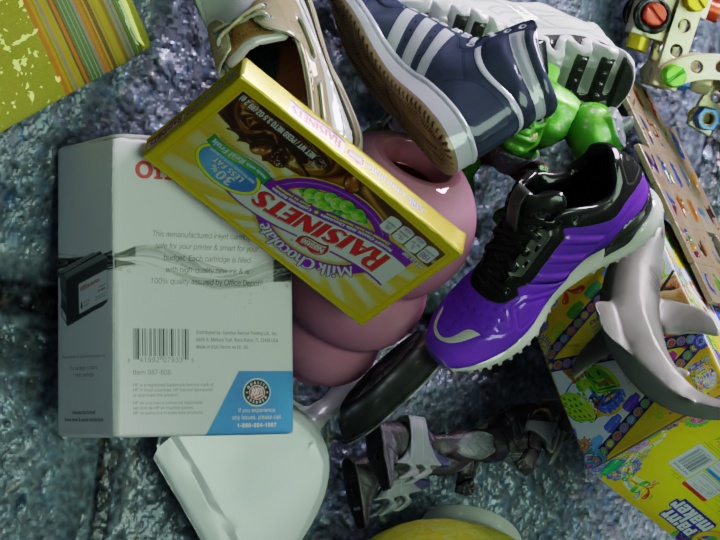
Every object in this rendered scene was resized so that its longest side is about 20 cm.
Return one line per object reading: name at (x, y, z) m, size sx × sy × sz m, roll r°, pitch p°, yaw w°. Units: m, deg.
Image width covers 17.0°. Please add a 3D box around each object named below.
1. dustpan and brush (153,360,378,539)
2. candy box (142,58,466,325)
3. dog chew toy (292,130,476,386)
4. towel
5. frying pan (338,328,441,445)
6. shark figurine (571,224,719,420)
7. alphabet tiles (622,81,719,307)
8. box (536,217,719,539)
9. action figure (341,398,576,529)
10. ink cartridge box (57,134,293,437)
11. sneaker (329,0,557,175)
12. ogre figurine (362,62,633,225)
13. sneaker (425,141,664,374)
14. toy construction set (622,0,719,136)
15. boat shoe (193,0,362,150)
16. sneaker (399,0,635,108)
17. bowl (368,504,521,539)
dustpan and brush at (-0.052, 0.127, 1.760) m, size 0.200 × 0.057 × 0.140 m, roll -34°, pitch 109°, yaw -19°
candy box at (-0.036, -0.049, 1.586) m, size 0.200 × 0.102 × 0.026 m, roll 38°, pitch 39°, yaw -23°
dog chew toy at (0.000, 0.000, 1.712) m, size 0.124 × 0.125 × 0.200 m, roll 4°, pitch 127°, yaw -36°
towel at (-0.236, -0.142, 1.593) m, size 0.200 × 0.018 × 0.086 m, roll -33°, pitch 111°, yaw -26°
frying pan at (0.044, 0.059, 1.754) m, size 0.031 × 0.115 × 0.190 m, roll 46°, pitch 52°, yaw -7°
shark figurine at (0.204, 0.052, 1.676) m, size 0.128 × 0.215 × 0.089 m, roll -44°, pitch 137°, yaw 9°
alphabet tiles at (0.249, -0.060, 1.867) m, size 0.200 × 0.008 × 0.167 m, roll 66°, pitch 18°, yaw 12°
box at (0.238, 0.084, 1.825) m, size 0.122 × 0.193 × 0.200 m, roll -32°, pitch 140°, yaw 17°
action figure at (0.085, 0.137, 1.813) m, size 0.200 × 0.130 × 0.069 m, roll -10°, pitch 73°, yaw -31°
ink cartridge box at (-0.126, 0.013, 1.636) m, size 0.145 × 0.084 × 0.200 m, roll 2°, pitch 86°, yaw -37°
sneaker at (0.061, -0.154, 1.689) m, size 0.108 × 0.200 × 0.070 m, roll -27°, pitch 140°, yaw -11°
ogre figurine at (0.109, -0.091, 1.754) m, size 0.098 × 0.200 × 0.120 m, roll -16°, pitch 135°, yaw -62°
sneaker at (0.115, -0.019, 1.671) m, size 0.200 × 0.070 × 0.100 m, roll -41°, pitch 141°, yaw -7°
toy construction set at (0.279, -0.210, 1.902) m, size 0.131 × 0.092 × 0.200 m, roll 17°, pitch 79°, yaw -11°
boat shoe at (-0.064, -0.155, 1.625) m, size 0.075 × 0.068 × 0.200 m, roll -34°, pitch 80°, yaw 14°
sneaker at (0.106, -0.171, 1.804) m, size 0.200 × 0.081 × 0.075 m, roll 13°, pitch 125°, yaw -20°
bowl at (0.072, 0.241, 1.801) m, size 0.200 × 0.200 × 0.108 m, roll 43°, pitch 46°, yaw -33°
